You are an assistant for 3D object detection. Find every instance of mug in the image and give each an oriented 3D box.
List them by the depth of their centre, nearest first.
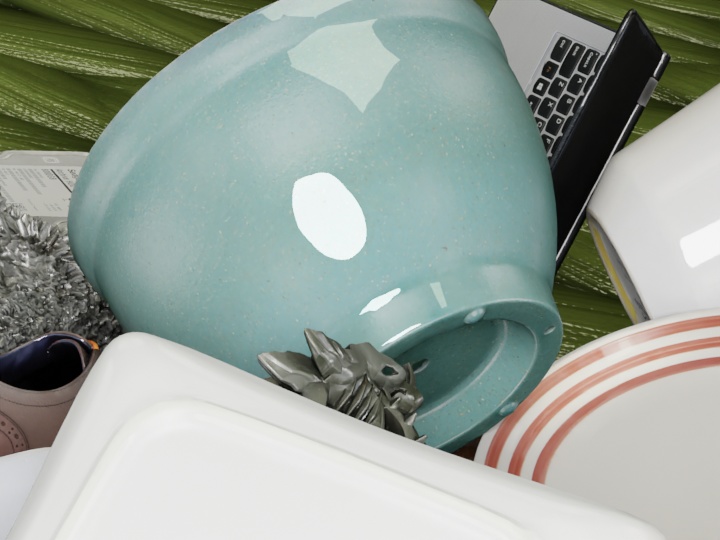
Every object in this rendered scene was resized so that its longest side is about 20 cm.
[{"bbox_3d":[0.192,-0.020,1.007,0.153,0.150,0.187,-26,-16,-1],"label":"mug"}]

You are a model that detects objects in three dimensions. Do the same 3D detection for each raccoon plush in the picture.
[{"bbox_3d":[-0.142,0.048,0.956,0.133,0.097,0.201,17,46,-21],"label":"raccoon plush"}]

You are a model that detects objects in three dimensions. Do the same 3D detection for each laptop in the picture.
[{"bbox_3d":[0.058,-0.051,1.055,0.116,0.188,0.200,25,5,-42],"label":"laptop"}]

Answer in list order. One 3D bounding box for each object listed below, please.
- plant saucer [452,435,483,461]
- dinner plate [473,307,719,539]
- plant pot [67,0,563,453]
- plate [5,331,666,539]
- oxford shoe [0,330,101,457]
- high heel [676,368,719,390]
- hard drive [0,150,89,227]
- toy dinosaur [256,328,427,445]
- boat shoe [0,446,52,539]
[{"bbox_3d":[0.062,0.115,0.871,0.199,0.037,0.201,7,22,-3],"label":"plant saucer"},{"bbox_3d":[0.143,0.077,0.851,0.199,0.024,0.200,-12,30,7],"label":"dinner plate"},{"bbox_3d":[0.000,0.000,0.864,0.200,0.201,0.134,-6,52,-38],"label":"plant pot"},{"bbox_3d":[-0.030,0.122,0.636,0.199,0.032,0.200,20,61,14],"label":"plate"},{"bbox_3d":[-0.100,0.066,0.858,0.199,0.073,0.071,9,8,-46],"label":"oxford shoe"},{"bbox_3d":[0.207,0.064,0.944,0.199,0.068,0.096,-5,11,31],"label":"high heel"},{"bbox_3d":[-0.194,-0.028,1.155,0.199,0.038,0.140,1,22,-27],"label":"hard drive"},{"bbox_3d":[0.000,0.107,0.740,0.200,0.102,0.136,14,43,-51],"label":"toy dinosaur"},{"bbox_3d":[-0.172,0.105,0.756,0.199,0.071,0.070,-10,-24,-3],"label":"boat shoe"}]
